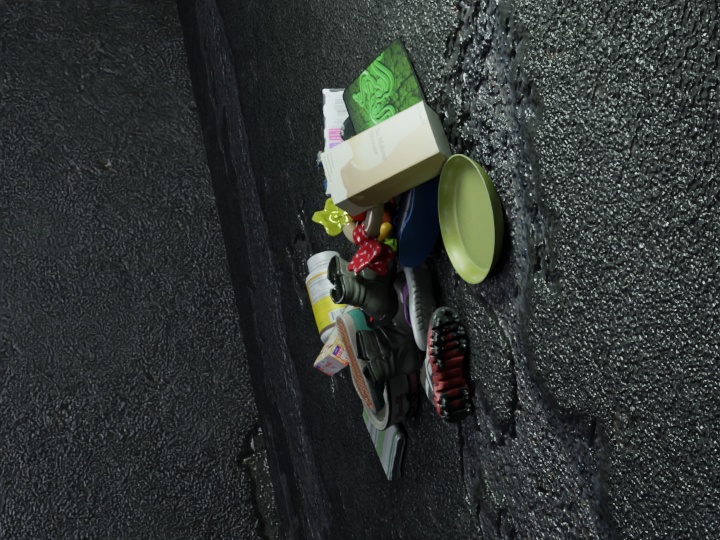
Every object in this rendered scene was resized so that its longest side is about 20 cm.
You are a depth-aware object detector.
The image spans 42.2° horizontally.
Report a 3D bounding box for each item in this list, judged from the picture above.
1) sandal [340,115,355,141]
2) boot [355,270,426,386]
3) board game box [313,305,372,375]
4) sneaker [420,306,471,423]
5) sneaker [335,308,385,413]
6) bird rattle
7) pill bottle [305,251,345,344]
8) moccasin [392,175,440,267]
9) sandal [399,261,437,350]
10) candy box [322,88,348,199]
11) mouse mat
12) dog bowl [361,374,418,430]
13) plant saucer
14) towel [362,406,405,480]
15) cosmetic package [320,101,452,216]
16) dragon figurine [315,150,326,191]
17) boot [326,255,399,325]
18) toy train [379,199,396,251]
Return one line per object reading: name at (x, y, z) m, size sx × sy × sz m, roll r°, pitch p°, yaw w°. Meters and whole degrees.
sandal at (0.030, -0.230, 1.653) m, size 0.200 × 0.048 × 0.076 m, roll 25°, pitch 92°, yaw 39°
boot at (0.051, 0.106, 1.725) m, size 0.068 × 0.130 × 0.201 m, roll 149°, pitch 111°, yaw -71°
board game box at (-0.018, 0.111, 1.917) m, size 0.201 × 0.046 × 0.151 m, roll -61°, pitch 6°, yaw -19°
sneaker at (0.139, 0.156, 1.598) m, size 0.098 × 0.070 × 0.202 m, roll -155°, pitch 56°, yaw -67°
sneaker at (0.021, 0.168, 1.776) m, size 0.071 × 0.080 × 0.201 m, roll -5°, pitch 103°, yaw 66°
bird rattle at (-0.005, -0.091, 1.624) m, size 0.200 × 0.112 × 0.164 m, roll -120°, pitch 37°, yaw -56°
pill bottle at (-0.059, 0.061, 2.115) m, size 0.109 × 0.109 × 0.201 m, roll 115°, pitch 142°, yaw -61°
moccasin at (0.101, -0.106, 1.603) m, size 0.068 × 0.080 × 0.201 m, roll -126°, pitch 46°, yaw -61°
sandal at (0.096, 0.047, 1.661) m, size 0.050 × 0.082 × 0.204 m, roll -18°, pitch 67°, yaw 33°
candy box at (-0.032, -0.238, 1.823) m, size 0.168 × 0.071 × 0.201 m, roll 65°, pitch -157°, yaw -87°
mouse mat at (0.040, -0.292, 1.630) m, size 0.161 × 0.008 × 0.201 m, roll -40°, pitch 49°, yaw 31°
dog bowl at (0.054, 0.219, 1.897) m, size 0.200 × 0.073 × 0.201 m, roll 171°, pitch 90°, yaw -72°
plant saucer at (0.173, -0.080, 1.438) m, size 0.200 × 0.031 × 0.201 m, roll 171°, pitch 90°, yaw -72°
towel at (0.052, 0.339, 2.054) m, size 0.200 × 0.031 × 0.150 m, roll -115°, pitch 26°, yaw -47°
cosmetic package at (0.043, -0.180, 1.524) m, size 0.071 × 0.199 × 0.106 m, roll 26°, pitch -137°, yaw -58°
dragon figurine at (-0.046, -0.200, 2.021) m, size 0.100 × 0.059 × 0.201 m, roll 104°, pitch 152°, yaw -51°
boot at (0.000, 0.000, 1.681) m, size 0.068 × 0.130 × 0.201 m, roll -46°, pitch 32°, yaw 29°
toy train at (0.045, -0.082, 1.784) m, size 0.116 × 0.084 × 0.200 m, roll 63°, pitch 154°, yaw 2°
